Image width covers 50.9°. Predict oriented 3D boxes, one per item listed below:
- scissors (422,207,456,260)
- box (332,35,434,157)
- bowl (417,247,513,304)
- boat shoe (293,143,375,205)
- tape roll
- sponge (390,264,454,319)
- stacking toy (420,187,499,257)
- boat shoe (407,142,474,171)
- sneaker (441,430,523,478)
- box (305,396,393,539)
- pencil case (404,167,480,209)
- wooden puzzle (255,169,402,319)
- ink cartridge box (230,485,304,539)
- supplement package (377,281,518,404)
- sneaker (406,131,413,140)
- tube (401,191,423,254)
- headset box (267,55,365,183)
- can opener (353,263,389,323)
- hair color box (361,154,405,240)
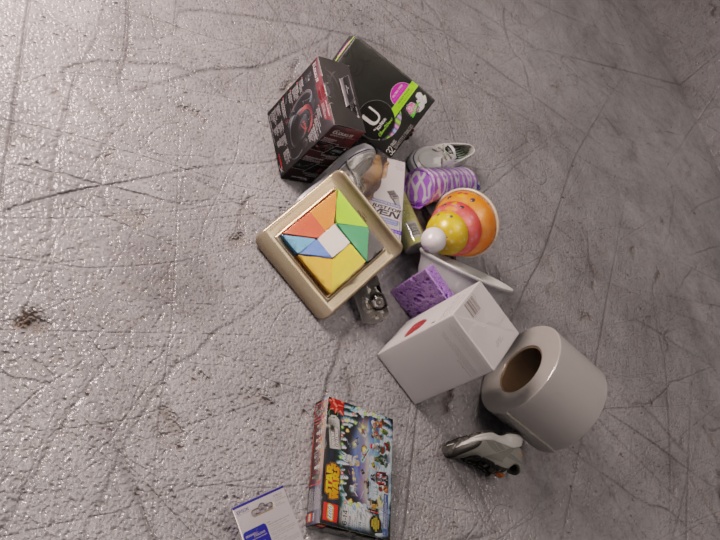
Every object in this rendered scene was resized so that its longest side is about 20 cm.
[{"bbox_3d":[0.156,-0.100,1.624,0.073,0.014,0.201,4,62,-39],"label":"scissors"},{"bbox_3d":[0.019,-0.348,1.510,0.200,0.149,0.124,36,9,-15],"label":"box"},{"bbox_3d":[0.189,0.035,1.481,0.200,0.091,0.201,24,7,-3],"label":"bowl"},{"bbox_3d":[-0.026,-0.146,1.370,0.086,0.075,0.202,36,66,26],"label":"boat shoe"},{"bbox_3d":[0.352,0.227,1.460,0.139,0.202,0.203,39,45,-18],"label":"tape roll"},{"bbox_3d":[0.152,0.094,1.422,0.030,0.111,0.200,-36,91,-43],"label":"sponge"},{"bbox_3d":[0.178,-0.076,1.490,0.147,0.146,0.200,58,33,2],"label":"stacking toy"},{"bbox_3d":[0.184,-0.261,1.706,0.200,0.067,0.074,-24,82,-48],"label":"boat shoe"},{"bbox_3d":[0.230,0.336,1.377,0.199,0.074,0.080,12,62,-38],"label":"sneaker"},{"bbox_3d":[-0.013,0.313,1.188,0.136,0.040,0.201,24,51,-29],"label":"box"},{"bbox_3d":[0.174,-0.180,1.632,0.199,0.084,0.086,-8,110,-50],"label":"pencil case"},{"bbox_3d":[-0.050,-0.046,1.301,0.200,0.037,0.185,-41,96,-13],"label":"wooden puzzle"},{"bbox_3d":[-0.112,0.409,1.040,0.094,0.037,0.201,-11,76,-45],"label":"ink cartridge box"},{"bbox_3d":[0.152,0.130,1.333,0.120,0.200,0.121,52,42,-4],"label":"supplement package"},{"bbox_3d":[0.029,-0.358,1.631,0.200,0.078,0.082,37,31,-25],"label":"sneaker"},{"bbox_3d":[0.078,-0.129,1.547,0.058,0.052,0.201,63,4,-70],"label":"tube"},{"bbox_3d":[-0.078,-0.275,1.372,0.075,0.200,0.149,5,61,-39],"label":"headset box"},{"bbox_3d":[0.000,0.000,1.367,0.053,0.067,0.201,-18,90,-5],"label":"can opener"},{"bbox_3d":[0.023,-0.131,1.458,0.109,0.065,0.201,14,52,-12],"label":"hair color box"}]
